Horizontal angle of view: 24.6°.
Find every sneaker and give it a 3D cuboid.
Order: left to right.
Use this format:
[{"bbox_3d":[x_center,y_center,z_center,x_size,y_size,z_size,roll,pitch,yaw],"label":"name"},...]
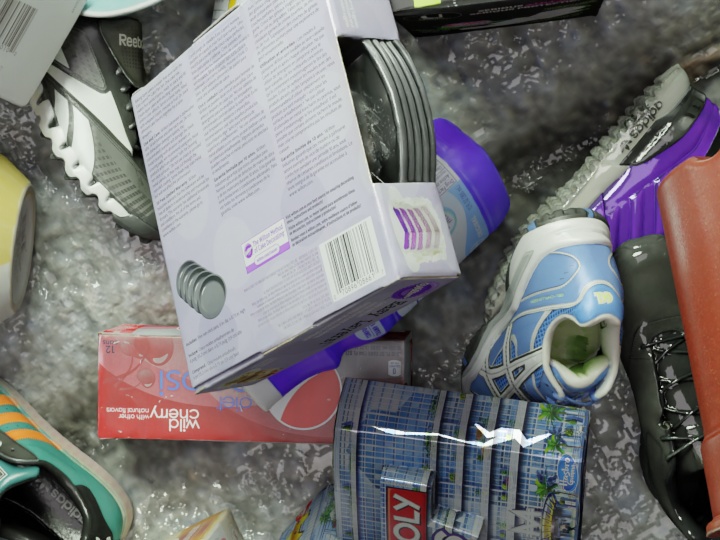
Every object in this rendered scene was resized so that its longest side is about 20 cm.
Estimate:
[{"bbox_3d":[-0.239,0.121,1.071,0.199,0.080,0.072,33,97,3],"label":"sneaker"},{"bbox_3d":[-0.166,-0.115,1.053,0.090,0.066,0.201,-34,88,10],"label":"sneaker"},{"bbox_3d":[0.110,0.058,0.993,0.075,0.078,0.201,-4,136,-13],"label":"sneaker"},{"bbox_3d":[0.164,-0.021,1.026,0.099,0.070,0.200,40,99,-4],"label":"sneaker"},{"bbox_3d":[0.196,0.074,0.997,0.075,0.091,0.202,-17,111,6],"label":"sneaker"}]

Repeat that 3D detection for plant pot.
[{"bbox_3d":[0.260,0.025,0.906,0.199,0.201,0.197,-16,76,7],"label":"plant pot"}]

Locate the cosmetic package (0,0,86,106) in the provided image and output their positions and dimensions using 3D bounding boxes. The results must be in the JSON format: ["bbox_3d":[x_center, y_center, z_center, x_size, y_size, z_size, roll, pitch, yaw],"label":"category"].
[{"bbox_3d":[-0.272,-0.193,0.999,0.199,0.107,0.085,37,99,32],"label":"cosmetic package"}]

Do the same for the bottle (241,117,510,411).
[{"bbox_3d":[0.000,0.000,0.994,0.200,0.084,0.065,-43,55,-8],"label":"bottle"}]

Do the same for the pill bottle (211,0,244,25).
[{"bbox_3d":[-0.038,-0.145,1.016,0.108,0.109,0.203,10,96,5],"label":"pill bottle"}]

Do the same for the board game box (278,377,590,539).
[{"bbox_3d":[0.036,0.163,1.016,0.197,0.062,0.202,6,130,11],"label":"board game box"}]

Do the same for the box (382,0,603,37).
[{"bbox_3d":[0.074,-0.219,0.953,0.123,0.200,0.150,-6,94,6],"label":"box"}]

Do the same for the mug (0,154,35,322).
[{"bbox_3d":[-0.286,-0.028,1.023,0.151,0.187,0.151,7,73,-3],"label":"mug"}]

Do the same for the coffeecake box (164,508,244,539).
[{"bbox_3d":[-0.079,0.267,1.030,0.072,0.154,0.202,-27,92,6],"label":"coffeecake box"}]

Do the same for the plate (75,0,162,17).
[{"bbox_3d":[-0.120,-0.240,1.014,0.198,0.026,0.202,-16,59,28],"label":"plate"}]

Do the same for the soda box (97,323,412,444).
[{"bbox_3d":[-0.066,0.073,1.059,0.197,0.063,0.071,1,94,6],"label":"soda box"}]

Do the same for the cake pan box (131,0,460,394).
[{"bbox_3d":[-0.041,-0.051,0.893,0.199,0.052,0.186,-31,70,45],"label":"cake pan box"}]
